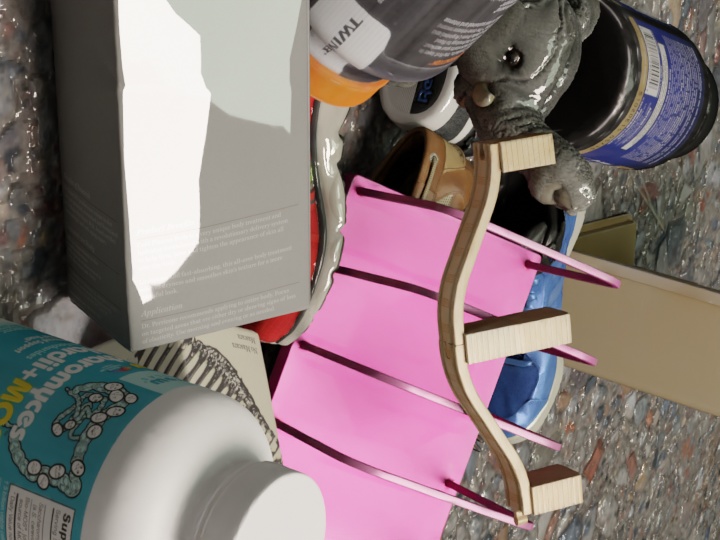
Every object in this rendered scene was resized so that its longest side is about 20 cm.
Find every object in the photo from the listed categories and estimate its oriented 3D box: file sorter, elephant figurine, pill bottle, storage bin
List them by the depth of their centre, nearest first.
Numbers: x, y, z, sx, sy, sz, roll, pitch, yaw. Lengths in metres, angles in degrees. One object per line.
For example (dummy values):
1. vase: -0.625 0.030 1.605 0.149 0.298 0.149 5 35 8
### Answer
1. pill bottle: -0.114 0.095 0.767 0.111 0.198 0.112 -30 128 -49
2. pill bottle: 0.034 -0.161 0.818 0.106 0.107 0.200 -30 171 -49
3. file sorter: 0.040 0.069 0.957 0.138 0.125 0.202 22 87 -27
4. elephant figurine: 0.071 -0.140 0.963 0.141 0.199 0.157 -32 128 -48
5. pill bottle: 0.181 -0.130 1.230 0.199 0.111 0.113 5 98 -58
6. storage bin: 0.253 0.031 1.328 0.198 0.199 0.095 -15 116 -55

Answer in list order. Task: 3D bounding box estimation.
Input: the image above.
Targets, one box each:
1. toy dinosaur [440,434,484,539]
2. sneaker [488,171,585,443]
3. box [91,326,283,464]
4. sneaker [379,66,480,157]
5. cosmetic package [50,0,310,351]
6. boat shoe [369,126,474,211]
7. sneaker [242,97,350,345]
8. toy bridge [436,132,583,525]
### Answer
1. toy dinosaur: 0.026 0.159 1.138 0.136 0.085 0.202 -47 145 -48
2. sneaker: 0.103 0.014 1.195 0.111 0.076 0.202 34 69 -63
3. box: -0.079 0.130 0.877 0.082 0.068 0.202 14 59 -59
4. sneaker: 0.082 -0.171 1.103 0.112 0.073 0.202 26 88 -61
5. cosmetic package: -0.085 -0.074 0.828 0.106 0.090 0.202 -11 113 -30
6. boat shoe: 0.000 0.000 1.038 0.074 0.075 0.201 45 70 -36
7. sneaker: -0.058 -0.057 0.938 0.084 0.077 0.202 -7 109 -35
8. toy bridge: 0.074 0.034 0.883 0.067 0.027 0.202 -10 101 -23
